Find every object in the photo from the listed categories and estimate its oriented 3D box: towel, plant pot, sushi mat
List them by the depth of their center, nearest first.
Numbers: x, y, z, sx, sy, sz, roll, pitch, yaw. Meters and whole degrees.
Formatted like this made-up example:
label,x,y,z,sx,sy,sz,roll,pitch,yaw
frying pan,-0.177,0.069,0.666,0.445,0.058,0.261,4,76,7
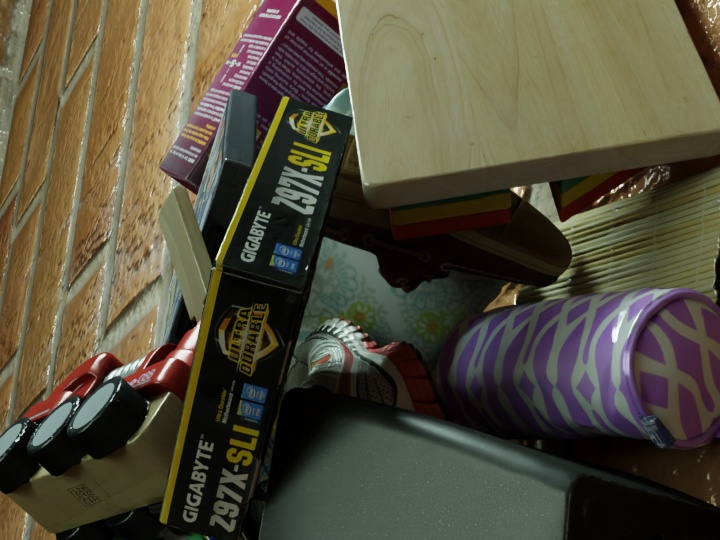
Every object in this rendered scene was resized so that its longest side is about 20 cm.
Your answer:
label,x,y,z,sx,sy,sz,roll,pitch,yaw
plant pot,0.074,0.174,0.643,0.176,0.198,0.203,-8,69,47
sushi mat,0.148,0.003,0.771,0.199,0.012,0.097,-20,59,61
towel,0.000,0.000,0.903,0.201,0.171,0.048,-53,-10,36

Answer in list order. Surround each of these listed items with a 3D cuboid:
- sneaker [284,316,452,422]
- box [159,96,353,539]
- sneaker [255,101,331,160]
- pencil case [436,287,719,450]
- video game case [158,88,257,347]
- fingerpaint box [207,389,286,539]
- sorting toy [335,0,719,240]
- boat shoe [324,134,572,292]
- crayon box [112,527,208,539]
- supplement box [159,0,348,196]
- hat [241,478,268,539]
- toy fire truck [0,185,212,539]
label,x,y,z,sx,sy,sz,roll,pitch,yaw
sneaker,-0.018,0.081,0.832,0.079,0.081,0.200,66,163,-7
box,-0.053,0.019,0.705,0.201,0.049,0.161,-77,4,-59
sneaker,-0.008,-0.107,1.028,0.199,0.066,0.079,-35,11,5
pencil case,0.123,0.057,0.711,0.084,0.085,0.199,-54,20,-20
video game case,-0.117,-0.028,0.984,0.200,0.025,0.183,-100,28,-68
fingerpaint box,-0.074,0.154,0.992,0.201,0.073,0.168,57,135,28
sorting toy,0.092,-0.108,0.767,0.070,0.196,0.202,80,-179,-47
boat shoe,0.032,-0.025,0.810,0.072,0.197,0.073,-69,-2,-59
crayon box,-0.103,0.251,0.854,0.200,0.058,0.175,16,127,69
supplement box,-0.072,-0.139,1.135,0.201,0.110,0.085,-58,28,-4
hat,-0.016,0.178,0.762,0.201,0.080,0.203,161,90,-87
toy fire truck,-0.147,0.065,0.857,0.175,0.129,0.201,-24,27,44
